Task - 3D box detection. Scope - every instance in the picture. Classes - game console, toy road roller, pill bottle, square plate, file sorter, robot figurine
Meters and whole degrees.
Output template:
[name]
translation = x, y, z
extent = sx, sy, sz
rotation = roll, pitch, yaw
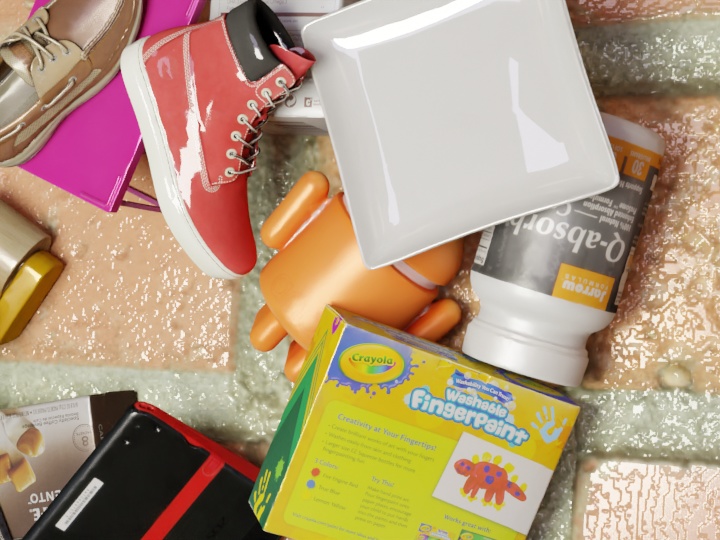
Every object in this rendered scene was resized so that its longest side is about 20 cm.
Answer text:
[game console]
translation = -0.172, 0.221, 1.222
extent = 0.177, 0.031, 0.200
rotation = 36, 101, -20
[toy road roller]
translation = -0.368, 0.030, 1.286
extent = 0.123, 0.146, 0.200
rotation = 36, 98, 3
[pill bottle]
translation = 0.149, -0.021, 1.123
extent = 0.116, 0.116, 0.200
rotation = 17, 93, 20
[square plate]
translation = 0.071, -0.122, 1.084
extent = 0.200, 0.028, 0.198
rotation = -19, 79, 19
[file sorter]
translation = -0.199, -0.163, 1.255
extent = 0.139, 0.125, 0.200
rotation = 26, 97, 19
[robot figurine]
translation = 0.001, 0.001, 1.179
extent = 0.200, 0.117, 0.144
rotation = -45, 62, 14

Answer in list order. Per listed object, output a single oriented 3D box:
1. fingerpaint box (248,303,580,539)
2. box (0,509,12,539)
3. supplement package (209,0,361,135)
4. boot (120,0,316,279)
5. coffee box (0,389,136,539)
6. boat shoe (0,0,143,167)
[fingerpaint box]
translation = 0.039, 0.139, 1.126
extent = 0.200, 0.073, 0.167
rotation = 20, 95, -17
[box]
translation = -0.372, 0.220, 1.262
extent = 0.143, 0.036, 0.200
rotation = -25, 82, 18
[supplement package]
translation = -0.046, -0.216, 1.206
extent = 0.117, 0.117, 0.200
rotation = 4, 88, 22
[boot]
translation = -0.086, -0.098, 1.127
extent = 0.144, 0.072, 0.200
rotation = -14, 99, 25
[coffee box]
translation = -0.294, 0.175, 1.295
extent = 0.200, 0.080, 0.114
rotation = -10, 85, 20
[boat shoe]
translation = -0.247, -0.162, 1.167
extent = 0.076, 0.072, 0.200
rotation = 42, 102, 16
